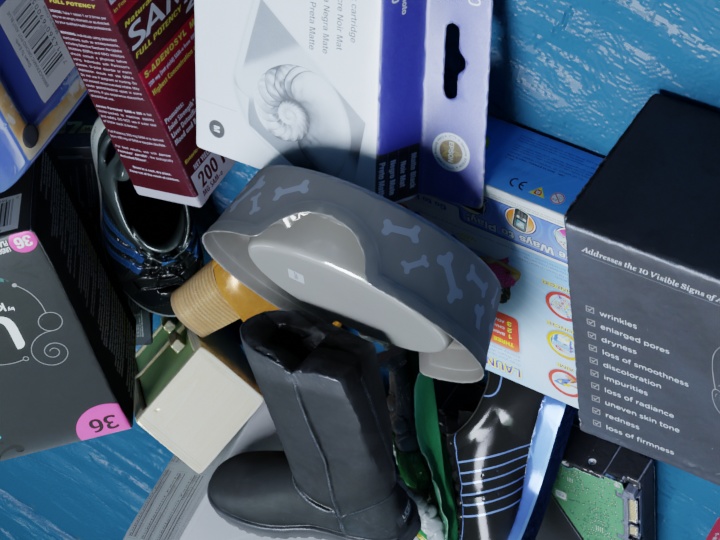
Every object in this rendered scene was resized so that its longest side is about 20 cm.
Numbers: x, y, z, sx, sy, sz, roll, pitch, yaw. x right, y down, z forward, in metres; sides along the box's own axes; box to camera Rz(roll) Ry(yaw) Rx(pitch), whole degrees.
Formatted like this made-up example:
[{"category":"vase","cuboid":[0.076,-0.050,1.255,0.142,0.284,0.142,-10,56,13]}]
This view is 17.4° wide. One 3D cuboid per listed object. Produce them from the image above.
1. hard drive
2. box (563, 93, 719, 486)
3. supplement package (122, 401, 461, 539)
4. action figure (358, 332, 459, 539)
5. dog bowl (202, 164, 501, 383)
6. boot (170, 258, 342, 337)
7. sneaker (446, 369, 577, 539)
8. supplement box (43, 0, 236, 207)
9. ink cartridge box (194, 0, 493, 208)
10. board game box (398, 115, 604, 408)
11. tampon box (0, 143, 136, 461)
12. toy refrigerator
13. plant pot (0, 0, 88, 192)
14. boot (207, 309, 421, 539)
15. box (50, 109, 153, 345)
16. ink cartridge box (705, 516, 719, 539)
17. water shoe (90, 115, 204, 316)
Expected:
[{"category":"hard drive","cuboid":[0.126,0.155,1.759,0.200,0.038,0.140,22,146,25]},{"category":"box","cuboid":[0.237,0.028,1.397,0.200,0.124,0.197,22,147,25]},{"category":"supplement package","cuboid":[-0.055,0.203,1.823,0.191,0.147,0.200,34,168,-12]},{"category":"action figure","cuboid":[0.041,0.135,1.696,0.055,0.118,0.201,-13,116,1]},{"category":"dog bowl","cuboid":[0.000,0.000,1.500,0.200,0.059,0.200,25,166,7]},{"category":"boot","cuboid":[-0.025,0.030,1.718,0.144,0.071,0.201,-29,137,32]},{"category":"sneaker","cuboid":[0.095,0.146,1.670,0.078,0.070,0.201,21,102,16]},{"category":"supplement box","cuboid":[-0.131,-0.152,1.545,0.061,0.109,0.200,12,142,35]},{"category":"ink cartridge box","cuboid":[-0.015,-0.141,1.450,0.200,0.041,0.200,18,124,27]},{"category":"board game box","cuboid":[0.091,-0.013,1.555,0.200,0.056,0.196,23,146,23]},{"category":"tampon box","cuboid":[-0.264,0.023,1.695,0.149,0.126,0.200,-15,129,9]},{"category":"toy refrigerator","cuboid":[-0.132,0.083,1.792,0.070,0.076,0.200,41,-178,-12]},{"category":"plant pot","cuboid":[-0.284,-0.170,1.599,0.179,0.200,0.200,4,135,34]},{"category":"boot","cuboid":[-0.051,0.107,1.603,0.164,0.066,0.200,7,144,21]},{"category":"box","cuboid":[-0.239,-0.028,1.769,0.157,0.051,0.200,-3,130,-2]},{"category":"ink cartridge box","cuboid":[0.311,0.257,1.602,0.200,0.148,0.086,2,136,42]},{"category":"water shoe","cuboid":[-0.153,-0.027,1.693,0.079,0.071,0.200,-113,7,-47]}]
